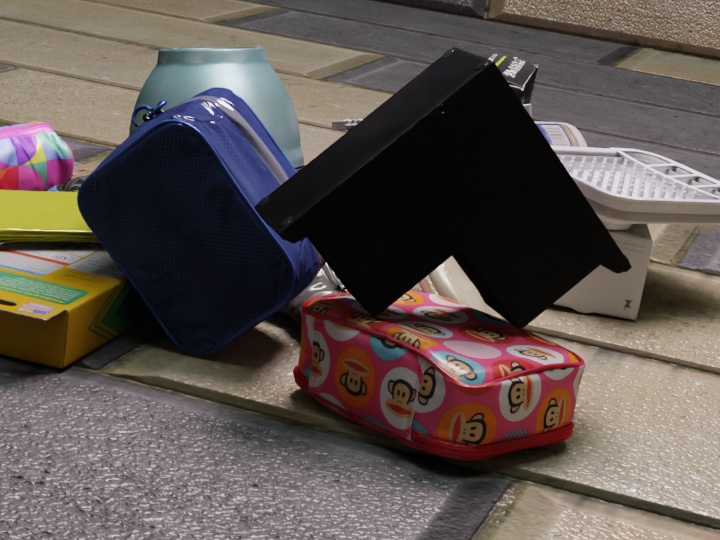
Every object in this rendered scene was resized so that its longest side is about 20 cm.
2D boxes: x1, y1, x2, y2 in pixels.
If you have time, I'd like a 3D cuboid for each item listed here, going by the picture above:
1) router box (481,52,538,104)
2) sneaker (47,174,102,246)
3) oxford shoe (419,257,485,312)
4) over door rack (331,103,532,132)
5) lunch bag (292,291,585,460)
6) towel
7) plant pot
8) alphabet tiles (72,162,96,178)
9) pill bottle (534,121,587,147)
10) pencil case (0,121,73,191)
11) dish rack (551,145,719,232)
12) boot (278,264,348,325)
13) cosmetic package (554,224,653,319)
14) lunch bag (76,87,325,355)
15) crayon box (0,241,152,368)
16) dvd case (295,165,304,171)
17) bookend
[{"bbox_3d":[0.122,-0.109,1.668,0.062,0.201,0.150,15,17,8],"label":"router box"},{"bbox_3d":[-0.238,-0.054,1.525,0.082,0.071,0.200,-29,22,-6],"label":"sneaker"},{"bbox_3d":[0.085,-0.025,1.463,0.071,0.074,0.201,37,30,-49],"label":"oxford shoe"},{"bbox_3d":[0.076,-0.077,1.575,0.199,0.149,0.067,-2,6,20],"label":"over door rack"},{"bbox_3d":[0.066,0.071,1.256,0.176,0.082,0.200,-7,21,-42],"label":"lunch bag"},{"bbox_3d":[-0.228,-0.044,1.426,0.199,0.018,0.086,1,26,-28],"label":"towel"},{"bbox_3d":[-0.164,-0.182,1.846,0.199,0.135,0.200,-2,9,0],"label":"plant pot"},{"bbox_3d":[-0.288,-0.081,1.743,0.199,0.008,0.167,17,19,28],"label":"alphabet tiles"},{"bbox_3d":[0.147,-0.112,1.852,0.199,0.112,0.111,-1,19,-27],"label":"pill bottle"},{"bbox_3d":[-0.375,-0.097,1.610,0.088,0.089,0.200,19,22,35],"label":"pencil case"},{"bbox_3d":[0.262,-0.078,1.621,0.199,0.044,0.172,1,21,-36],"label":"dish rack"},{"bbox_3d":[0.000,0.000,1.466,0.200,0.068,0.130,-30,39,-32],"label":"boot"},{"bbox_3d":[0.224,-0.026,1.647,0.107,0.085,0.200,11,16,0],"label":"cosmetic package"},{"bbox_3d":[-0.125,-0.050,1.351,0.136,0.200,0.132,-31,6,23],"label":"lunch bag"},{"bbox_3d":[-0.259,0.024,1.324,0.125,0.052,0.200,12,16,16],"label":"crayon box"},{"bbox_3d":[-0.091,-0.102,1.808,0.199,0.016,0.149,2,9,20],"label":"dvd case"},{"bbox_3d":[0.063,-0.026,1.252,0.199,0.200,0.092,-39,20,-3],"label":"bookend"}]
